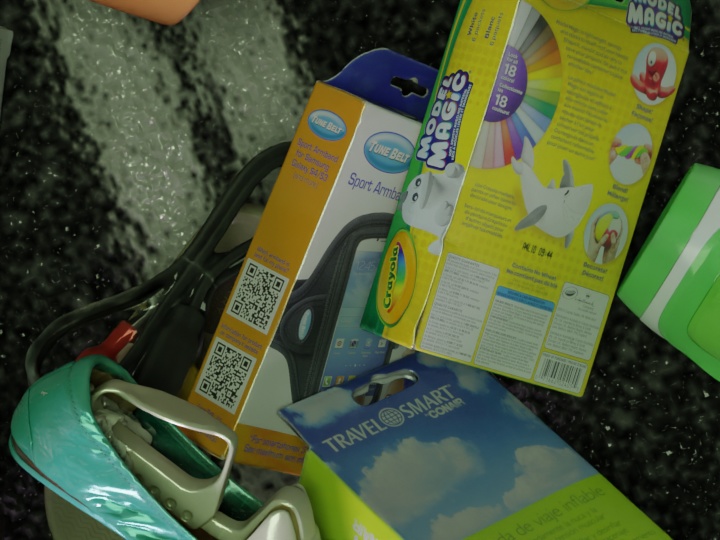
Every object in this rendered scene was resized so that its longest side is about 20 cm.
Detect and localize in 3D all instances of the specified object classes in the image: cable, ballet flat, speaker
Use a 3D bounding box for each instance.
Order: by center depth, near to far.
[{"bbox_3d":[-0.065,0.109,1.164,0.200,0.067,0.070,39,120,-5],"label":"ballet flat"},{"bbox_3d":[0.223,0.032,1.226,0.199,0.088,0.089,31,96,4],"label":"speaker"},{"bbox_3d":[-0.090,0.017,1.241,0.097,0.050,0.201,31,71,-8],"label":"cable"}]

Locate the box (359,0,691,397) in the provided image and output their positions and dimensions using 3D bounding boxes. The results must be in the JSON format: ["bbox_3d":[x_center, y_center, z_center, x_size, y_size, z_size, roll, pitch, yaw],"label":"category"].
[{"bbox_3d":[0.081,-0.052,1.218,0.117,0.048,0.201,18,92,-40],"label":"box"}]

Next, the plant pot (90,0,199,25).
[{"bbox_3d":[-0.109,-0.207,1.206,0.140,0.200,0.201,30,96,-13],"label":"plant pot"}]

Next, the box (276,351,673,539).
[{"bbox_3d":[0.063,0.122,1.193,0.200,0.122,0.048,42,133,30],"label":"box"}]

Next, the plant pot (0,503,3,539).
[{"bbox_3d":[-0.240,0.124,1.222,0.186,0.200,0.188,0,93,7],"label":"plant pot"}]

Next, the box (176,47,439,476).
[{"bbox_3d":[0.000,0.000,1.232,0.041,0.119,0.201,29,99,41],"label":"box"}]

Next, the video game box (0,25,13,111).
[{"bbox_3d":[-0.281,-0.042,1.297,0.199,0.047,0.183,7,91,6],"label":"video game box"}]

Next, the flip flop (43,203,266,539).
[{"bbox_3d":[-0.092,0.058,1.274,0.081,0.058,0.201,33,96,4],"label":"flip flop"}]
